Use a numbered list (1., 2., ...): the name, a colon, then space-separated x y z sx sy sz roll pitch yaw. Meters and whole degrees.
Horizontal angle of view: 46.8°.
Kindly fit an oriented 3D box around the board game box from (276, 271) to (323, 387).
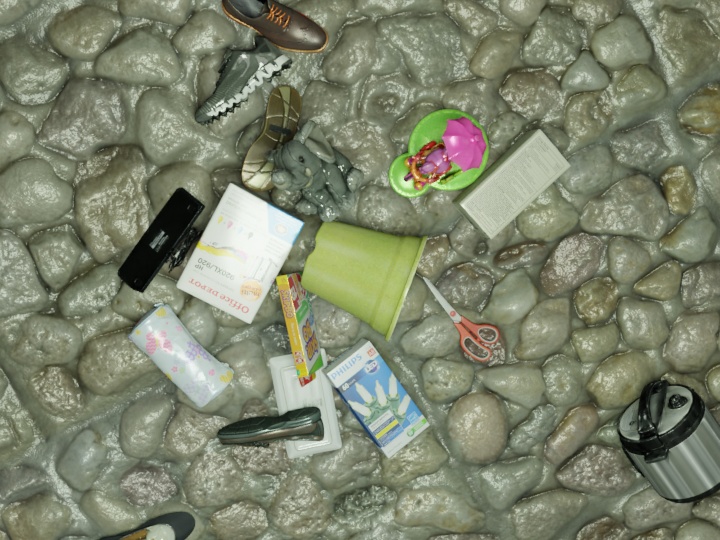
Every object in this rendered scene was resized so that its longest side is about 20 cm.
1. board game box: -0.106 0.104 1.500 0.030 0.096 0.200 -9 91 15

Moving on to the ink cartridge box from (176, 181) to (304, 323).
1. ink cartridge box: -0.209 -0.034 1.459 0.147 0.145 0.200 28 93 -9

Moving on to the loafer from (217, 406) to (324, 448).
1. loafer: -0.164 0.304 1.533 0.200 0.072 0.063 -13 103 9

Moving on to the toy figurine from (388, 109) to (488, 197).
1. toy figurine: 0.143 -0.203 1.452 0.200 0.184 0.150 -32 94 1

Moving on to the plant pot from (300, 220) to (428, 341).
1. plant pot: 0.000 0.000 1.477 0.184 0.200 0.201 21 94 3

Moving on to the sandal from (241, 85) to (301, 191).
1. sandal: -0.156 -0.232 1.492 0.080 0.054 0.200 18 80 -13

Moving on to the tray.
1. tray: -0.102 0.253 1.568 0.107 0.022 0.200 -11 98 -6

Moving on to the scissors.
1. scissors: 0.179 0.096 1.583 0.200 0.014 0.073 36 94 -10

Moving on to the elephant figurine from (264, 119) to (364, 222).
1. elephant figurine: -0.093 -0.180 1.399 0.200 0.155 0.142 35 83 -48

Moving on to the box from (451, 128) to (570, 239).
1. box: 0.275 -0.159 1.530 0.200 0.078 0.095 -42 99 0

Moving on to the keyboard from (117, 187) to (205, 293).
1. keyboard: -0.345 -0.043 1.494 0.104 0.040 0.200 39 94 30

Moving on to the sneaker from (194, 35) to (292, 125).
1. sneaker: -0.222 -0.339 1.464 0.200 0.066 0.091 -39 96 -4

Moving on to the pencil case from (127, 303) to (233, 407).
1. pencil case: -0.322 0.153 1.502 0.091 0.083 0.200 -44 99 -3

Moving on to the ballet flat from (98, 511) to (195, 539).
1. ballet flat: -0.404 0.508 1.543 0.200 0.073 0.073 -18 98 -4

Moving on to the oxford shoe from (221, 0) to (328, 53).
1. oxford shoe: -0.150 -0.435 1.453 0.200 0.073 0.071 20 94 -8

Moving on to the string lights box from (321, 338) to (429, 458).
1. string lights box: 0.027 0.237 1.556 0.103 0.059 0.200 -38 100 -10

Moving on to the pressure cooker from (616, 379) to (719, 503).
1. pressure cooker: 0.588 0.310 1.572 0.179 0.176 0.200 -38 103 -4
